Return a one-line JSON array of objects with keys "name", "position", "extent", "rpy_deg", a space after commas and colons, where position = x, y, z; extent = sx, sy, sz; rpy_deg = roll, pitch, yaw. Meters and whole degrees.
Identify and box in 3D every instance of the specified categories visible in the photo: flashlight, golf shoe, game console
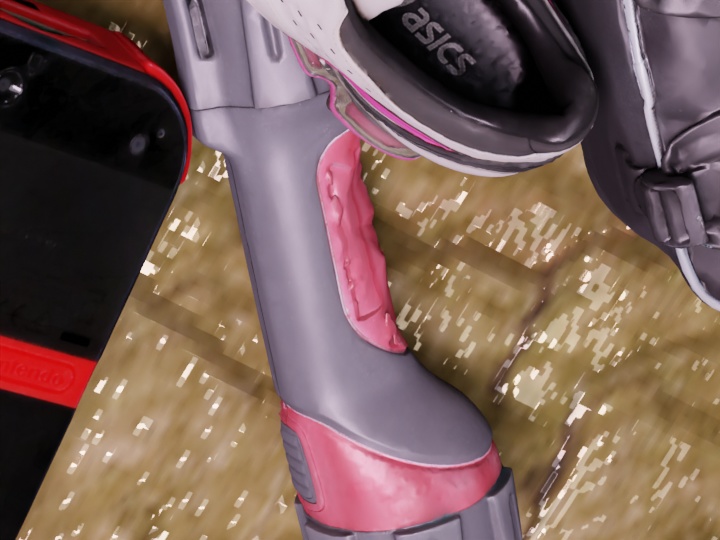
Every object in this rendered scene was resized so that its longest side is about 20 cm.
[{"name": "flashlight", "position": [0.000, 0.000, 0.843], "extent": [0.068, 0.068, 0.200], "rpy_deg": [-1, 112, 23]}, {"name": "golf shoe", "position": [-0.015, -0.100, 0.734], "extent": [0.200, 0.092, 0.073], "rpy_deg": [39, 83, -21]}, {"name": "game console", "position": [-0.146, 0.001, 0.760], "extent": [0.200, 0.031, 0.177], "rpy_deg": [19, 101, -44]}]

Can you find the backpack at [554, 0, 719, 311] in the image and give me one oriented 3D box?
[{"name": "backpack", "position": [0.147, -0.100, 0.792], "extent": [0.200, 0.151, 0.178], "rpy_deg": [-18, 116, -4]}]
